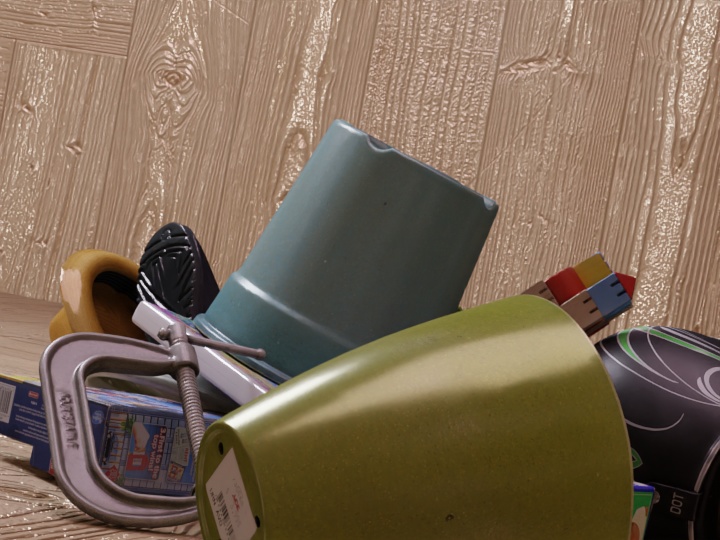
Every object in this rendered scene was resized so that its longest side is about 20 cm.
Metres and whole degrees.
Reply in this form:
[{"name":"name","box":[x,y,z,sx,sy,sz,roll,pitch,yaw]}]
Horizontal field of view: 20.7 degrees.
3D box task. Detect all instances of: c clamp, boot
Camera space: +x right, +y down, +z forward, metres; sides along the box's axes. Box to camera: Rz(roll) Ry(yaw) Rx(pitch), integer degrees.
[{"name":"c clamp","box":[-0.132,0.099,1.322,0.170,0.027,0.201,14,37,-20]},{"name":"boot","box":[-0.124,0.065,1.865,0.076,0.201,0.168,-27,-28,31]}]

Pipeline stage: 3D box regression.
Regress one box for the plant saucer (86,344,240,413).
[{"name":"plant saucer","box":[-0.134,0.106,1.644,0.199,0.050,0.200,19,-17,6]}]

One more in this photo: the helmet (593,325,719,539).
[{"name":"helmet","box":[0.236,0.135,1.544,0.199,0.201,0.190,10,11,-46]}]

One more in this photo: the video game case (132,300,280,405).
[{"name":"video game case","box":[-0.060,0.094,1.519,0.182,0.024,0.200,26,4,-41]}]

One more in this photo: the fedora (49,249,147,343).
[{"name":"fedora","box":[-0.230,0.078,1.850,0.082,0.201,0.200,-31,-19,24]}]

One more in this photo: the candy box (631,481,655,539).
[{"name":"candy box","box":[0.080,0.164,1.359,0.168,0.077,0.200,11,2,36]}]

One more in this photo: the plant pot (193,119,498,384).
[{"name":"plant pot","box":[0.000,0.000,1.545,0.199,0.197,0.200,27,4,-2]}]

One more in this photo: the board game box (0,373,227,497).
[{"name":"board game box","box":[-0.151,0.129,1.466,0.199,0.062,0.200,13,-3,-34]}]

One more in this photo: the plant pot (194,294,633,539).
[{"name":"plant pot","box":[0.017,0.118,1.092,0.199,0.188,0.187,-7,8,-27]}]

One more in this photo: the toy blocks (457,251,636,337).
[{"name":"toy blocks","box":[0.160,0.038,1.598,0.136,0.100,0.200,-33,-8,4]}]
